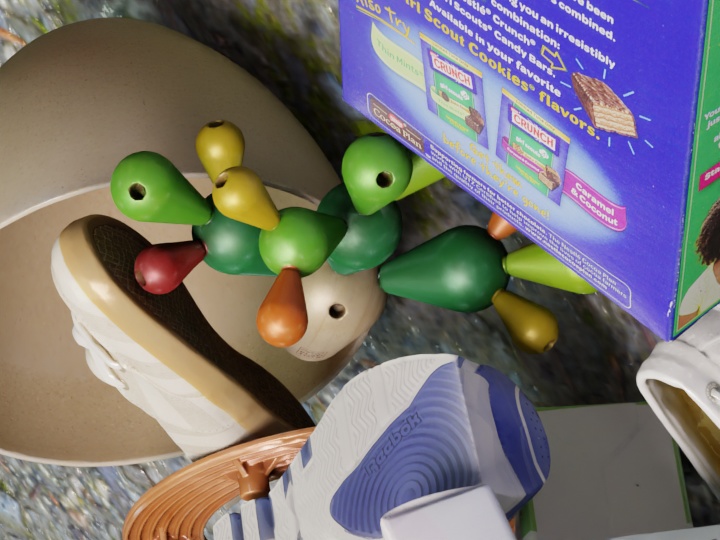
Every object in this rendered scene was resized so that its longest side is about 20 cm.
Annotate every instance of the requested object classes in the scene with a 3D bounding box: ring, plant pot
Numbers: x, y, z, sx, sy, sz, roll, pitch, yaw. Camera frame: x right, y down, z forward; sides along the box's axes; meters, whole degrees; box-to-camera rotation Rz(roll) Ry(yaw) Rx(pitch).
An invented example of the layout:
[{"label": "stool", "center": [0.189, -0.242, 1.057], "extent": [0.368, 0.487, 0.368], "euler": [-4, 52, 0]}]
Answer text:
[{"label": "ring", "center": [-0.003, 0.110, 1.273], "extent": [0.201, 0.199, 0.019], "euler": [116, 149, -61]}, {"label": "plant pot", "center": [-0.102, -0.028, 1.271], "extent": [0.201, 0.199, 0.135], "euler": [93, 167, -53]}]

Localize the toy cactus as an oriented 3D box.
[{"label": "toy cactus", "center": [0.000, 0.000, 1.152], "extent": [0.165, 0.198, 0.103], "euler": [117, 148, -65]}]

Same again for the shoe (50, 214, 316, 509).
[{"label": "shoe", "center": [-0.076, 0.044, 1.199], "extent": [0.200, 0.053, 0.070], "euler": [47, -169, -53]}]

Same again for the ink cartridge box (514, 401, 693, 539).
[{"label": "ink cartridge box", "center": [0.101, 0.160, 1.228], "extent": [0.201, 0.067, 0.118], "euler": [87, 178, -50]}]

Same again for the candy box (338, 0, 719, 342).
[{"label": "candy box", "center": [0.072, -0.100, 0.996], "extent": [0.169, 0.077, 0.201], "euler": [38, 152, 27]}]

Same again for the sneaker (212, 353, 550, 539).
[{"label": "sneaker", "center": [0.025, 0.107, 1.180], "extent": [0.199, 0.115, 0.081], "euler": [-41, 45, 42]}]

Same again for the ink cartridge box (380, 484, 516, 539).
[{"label": "ink cartridge box", "center": [0.067, 0.199, 1.063], "extent": [0.163, 0.057, 0.201], "euler": [80, 172, -52]}]

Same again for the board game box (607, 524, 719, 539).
[{"label": "board game box", "center": [0.194, 0.156, 1.033], "extent": [0.199, 0.064, 0.148], "euler": [-9, 122, 23]}]

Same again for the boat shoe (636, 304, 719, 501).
[{"label": "boat shoe", "center": [0.163, 0.107, 1.101], "extent": [0.074, 0.086, 0.203], "euler": [-5, 120, 59]}]
